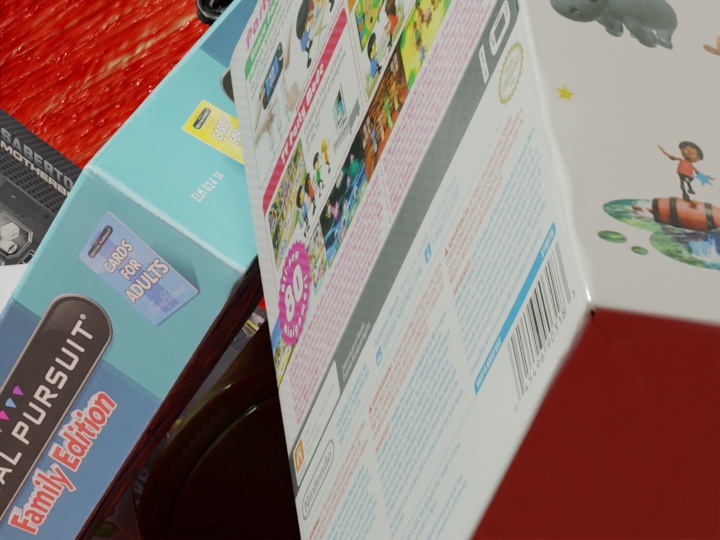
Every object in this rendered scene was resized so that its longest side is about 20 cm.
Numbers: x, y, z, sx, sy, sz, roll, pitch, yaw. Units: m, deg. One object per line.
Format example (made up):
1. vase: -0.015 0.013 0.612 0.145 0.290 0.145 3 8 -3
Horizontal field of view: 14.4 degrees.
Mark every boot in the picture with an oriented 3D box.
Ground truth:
1. boot: 0.000 0.000 0.930 0.201 0.076 0.156 -55 16 19

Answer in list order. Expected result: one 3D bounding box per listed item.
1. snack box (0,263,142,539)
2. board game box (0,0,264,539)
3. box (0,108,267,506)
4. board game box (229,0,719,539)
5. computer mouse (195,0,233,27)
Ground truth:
1. snack box: -0.091 0.105 0.871 0.053 0.143 0.200 -6 28 -8
2. board game box: -0.048 -0.006 0.762 0.151 0.047 0.200 -56 0 33
3. box: -0.147 0.053 1.003 0.200 0.157 0.051 -44 26 18
4. board game box: 0.030 -0.018 0.577 0.148 0.064 0.201 116 153 -44
5. computer mouse: -0.042 -0.080 1.128 0.140 0.046 0.201 -31 32 35
